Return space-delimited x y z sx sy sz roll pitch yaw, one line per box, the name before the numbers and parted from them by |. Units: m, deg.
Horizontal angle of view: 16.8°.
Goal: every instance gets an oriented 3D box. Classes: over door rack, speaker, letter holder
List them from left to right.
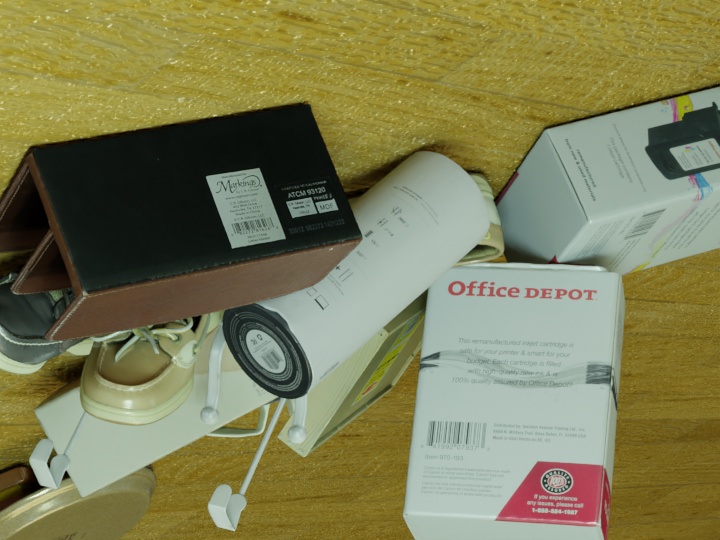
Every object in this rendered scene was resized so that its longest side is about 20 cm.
letter holder | -0.126 -0.017 1.553 0.200 0.101 0.142 -12 160 -31
over door rack | -0.118 0.098 1.676 0.148 0.200 0.067 11 133 19
speaker | 0.000 0.000 1.666 0.200 0.081 0.081 -41 174 -34

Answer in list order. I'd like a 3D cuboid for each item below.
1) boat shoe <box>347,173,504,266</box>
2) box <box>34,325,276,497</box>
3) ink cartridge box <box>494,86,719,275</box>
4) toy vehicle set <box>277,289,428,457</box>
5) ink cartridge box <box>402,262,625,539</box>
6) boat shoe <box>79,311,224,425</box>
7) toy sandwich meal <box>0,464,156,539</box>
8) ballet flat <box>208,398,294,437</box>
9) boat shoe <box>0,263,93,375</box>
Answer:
boat shoe | 0.015 -0.016 1.770 0.200 0.066 0.074 -17 160 -19
box | -0.132 0.084 1.815 0.200 0.078 0.095 -28 -176 12
ink cartridge box | 0.218 -0.062 1.858 0.200 0.083 0.146 -15 160 -23
toy vehicle set | 0.013 0.064 1.880 0.124 0.027 0.200 -56 170 21
ink cartridge box | 0.117 0.102 1.803 0.145 0.200 0.083 2 156 12
boat shoe | -0.134 0.031 1.604 0.073 0.200 0.063 13 122 6
toy sandwich meal | -0.269 0.199 2.039 0.205 0.070 0.205 -25 160 -10
ballet flat | -0.073 0.094 1.958 0.200 0.073 0.073 -15 160 -20
boat shoe | -0.203 0.020 1.605 0.066 0.072 0.201 -43 169 15
